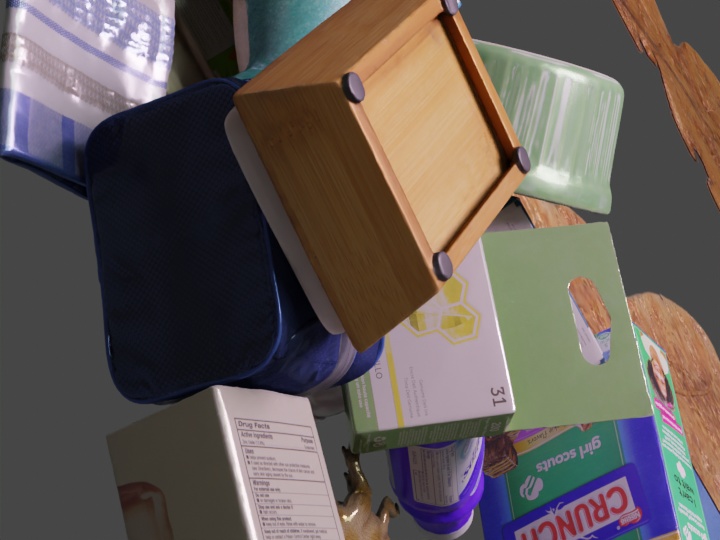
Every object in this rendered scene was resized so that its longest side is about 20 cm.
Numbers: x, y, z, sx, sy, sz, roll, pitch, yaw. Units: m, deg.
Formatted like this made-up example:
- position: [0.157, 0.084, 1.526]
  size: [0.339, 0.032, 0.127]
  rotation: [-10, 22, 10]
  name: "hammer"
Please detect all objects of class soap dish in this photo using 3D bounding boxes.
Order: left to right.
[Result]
- position: [0.018, -0.071, 0.920]
  size: [0.158, 0.081, 0.200]
  rotation: [63, 33, -16]
  name: "soap dish"

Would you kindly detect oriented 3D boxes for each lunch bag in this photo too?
- position: [-0.072, -0.020, 0.963]
  size: [0.132, 0.135, 0.202]
  rotation: [8, 72, -57]
  name: "lunch bag"

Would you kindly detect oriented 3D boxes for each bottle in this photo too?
- position: [0.053, 0.124, 1.112]
  size: [0.201, 0.065, 0.084]
  rotation: [82, 21, -54]
  name: "bottle"

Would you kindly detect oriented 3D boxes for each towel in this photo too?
- position: [-0.164, -0.143, 0.992]
  size: [0.147, 0.024, 0.202]
  rotation: [27, 60, -54]
  name: "towel"

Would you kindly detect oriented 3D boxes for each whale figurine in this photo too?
- position: [-0.029, -0.166, 1.074]
  size: [0.159, 0.103, 0.201]
  rotation: [41, 48, -24]
  name: "whale figurine"

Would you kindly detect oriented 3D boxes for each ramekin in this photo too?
- position: [0.102, -0.113, 1.200]
  size: [0.200, 0.199, 0.099]
  rotation: [5, 100, -63]
  name: "ramekin"

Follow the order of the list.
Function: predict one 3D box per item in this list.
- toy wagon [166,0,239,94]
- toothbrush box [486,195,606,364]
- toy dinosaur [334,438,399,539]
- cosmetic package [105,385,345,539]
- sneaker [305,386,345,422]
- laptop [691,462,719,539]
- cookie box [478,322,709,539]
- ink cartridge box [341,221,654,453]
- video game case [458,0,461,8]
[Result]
- position: [-0.075, -0.170, 1.141]
  size: [0.200, 0.039, 0.156]
  rotation: [-37, 103, -38]
  name: "toy wagon"
- position: [0.096, 0.014, 1.261]
  size: [0.147, 0.085, 0.200]
  rotation: [60, -5, -14]
  name: "toothbrush box"
- position: [-0.012, 0.161, 1.042]
  size: [0.200, 0.058, 0.102]
  rotation: [34, 40, -50]
  name: "toy dinosaur"
- position: [-0.062, 0.175, 0.890]
  size: [0.103, 0.087, 0.202]
  rotation: [17, 54, -57]
  name: "cosmetic package"
- position: [-0.050, 0.002, 1.072]
  size: [0.201, 0.088, 0.075]
  rotation: [61, 26, -9]
  name: "sneaker"
- position: [0.255, 0.277, 1.410]
  size: [0.188, 0.115, 0.200]
  rotation: [57, 25, -16]
  name: "laptop"
- position: [0.180, 0.168, 1.291]
  size: [0.075, 0.170, 0.201]
  rotation: [33, 39, -45]
  name: "cookie box"
- position: [0.081, 0.032, 1.019]
  size: [0.048, 0.198, 0.147]
  rotation: [97, -15, -65]
  name: "ink cartridge box"
- position: [-0.016, -0.271, 1.312]
  size: [0.018, 0.143, 0.200]
  rotation: [-44, 100, -26]
  name: "video game case"
